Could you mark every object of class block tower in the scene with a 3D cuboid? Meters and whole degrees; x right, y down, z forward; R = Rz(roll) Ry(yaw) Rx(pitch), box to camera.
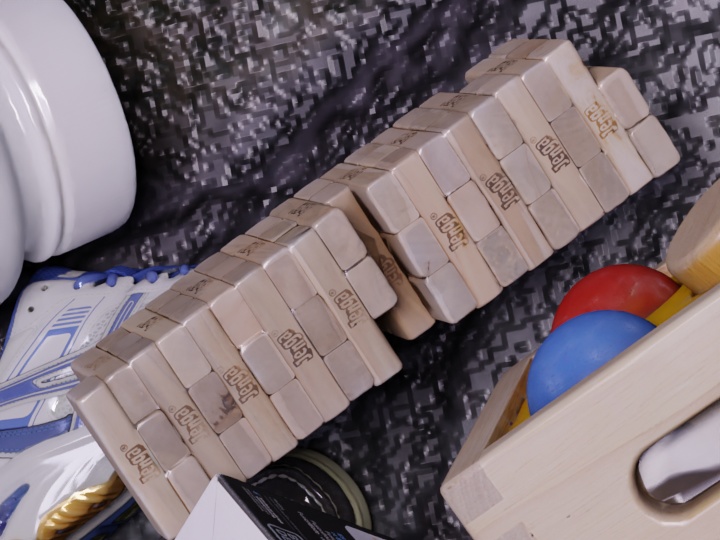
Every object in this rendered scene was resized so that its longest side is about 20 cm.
[{"bbox_3d":[0.000,0.000,0.906,0.200,0.058,0.054,-36,103,-11],"label":"block tower"}]

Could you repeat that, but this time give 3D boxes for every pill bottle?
[{"bbox_3d":[-0.183,-0.022,0.955,0.200,0.113,0.113,-24,82,-25],"label":"pill bottle"}]

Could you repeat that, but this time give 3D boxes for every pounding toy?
[{"bbox_3d":[0.131,0.013,0.885,0.200,0.184,0.142,-36,93,14],"label":"pounding toy"}]

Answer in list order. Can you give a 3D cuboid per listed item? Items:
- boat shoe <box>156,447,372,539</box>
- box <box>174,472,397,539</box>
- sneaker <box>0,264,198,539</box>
[{"bbox_3d":[-0.075,0.145,0.994,0.072,0.066,0.201,45,102,12],"label":"boat shoe"},{"bbox_3d":[0.013,0.153,0.904,0.117,0.200,0.060,-60,36,10],"label":"box"},{"bbox_3d":[-0.077,0.023,0.990,0.200,0.075,0.088,-36,75,11],"label":"sneaker"}]
